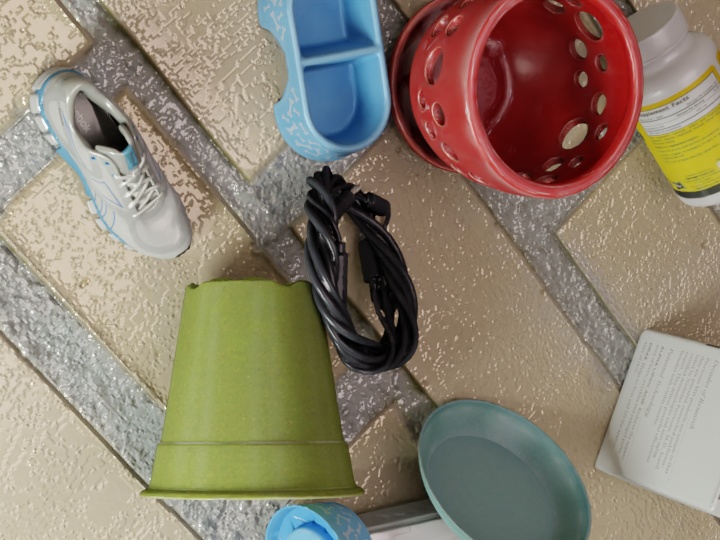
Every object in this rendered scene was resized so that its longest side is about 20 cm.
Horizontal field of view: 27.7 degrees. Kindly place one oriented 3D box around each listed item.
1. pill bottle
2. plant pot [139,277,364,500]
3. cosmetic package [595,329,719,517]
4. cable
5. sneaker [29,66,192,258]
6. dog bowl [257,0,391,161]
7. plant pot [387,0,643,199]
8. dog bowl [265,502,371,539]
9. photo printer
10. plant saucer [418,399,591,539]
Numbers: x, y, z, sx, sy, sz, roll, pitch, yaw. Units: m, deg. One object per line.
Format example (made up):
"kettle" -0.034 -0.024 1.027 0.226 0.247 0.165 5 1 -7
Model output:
"pill bottle" 0.339 -0.175 1.523 0.112 0.112 0.200 -42 113 -17
"plant pot" -0.095 0.106 1.304 0.199 0.200 0.191 4 83 -28
"cosmetic package" 0.389 0.177 1.543 0.164 0.200 0.166 22 86 -28
"cable" 0.000 0.000 1.336 0.163 0.051 0.201 44 36 -51
"sneaker" -0.208 -0.087 1.264 0.075 0.087 0.200 -44 115 -18
"dog bowl" -0.029 -0.201 1.363 0.111 0.050 0.201 -14 102 -25
"plant pot" 0.138 -0.172 1.378 0.199 0.182 0.202 -3 97 -27
"dog bowl" -0.031 0.314 1.386 0.049 0.111 0.201 -15 104 -45
"photo printer" 0.061 0.335 1.464 0.166 0.069 0.201 -8 100 -29
"plant saucer" 0.137 0.218 1.453 0.199 0.201 0.036 12 133 -28
